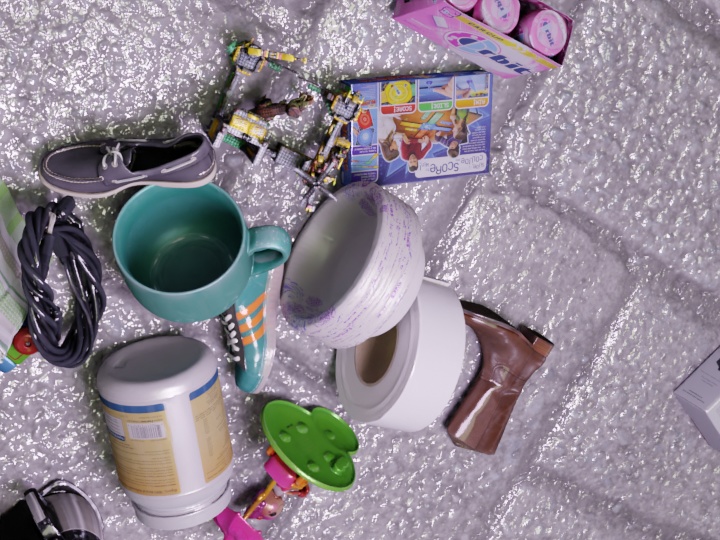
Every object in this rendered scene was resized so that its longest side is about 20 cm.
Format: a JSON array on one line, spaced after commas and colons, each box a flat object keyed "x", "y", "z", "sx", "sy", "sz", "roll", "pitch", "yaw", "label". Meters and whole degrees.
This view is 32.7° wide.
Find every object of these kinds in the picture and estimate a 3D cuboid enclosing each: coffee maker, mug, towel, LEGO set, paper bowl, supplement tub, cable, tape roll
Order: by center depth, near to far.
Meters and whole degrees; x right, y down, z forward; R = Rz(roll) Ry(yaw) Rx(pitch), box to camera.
[{"x": -0.395, "y": -0.012, "z": 1.317, "sx": 0.031, "sy": 0.200, "sz": 0.150, "roll": -17, "pitch": 120, "yaw": 16, "label": "towel"}, {"x": -0.332, "y": 0.023, "z": 1.379, "sx": 0.051, "sy": 0.163, "sz": 0.201, "roll": -2, "pitch": 112, "yaw": 5, "label": "cable"}, {"x": -0.188, "y": -0.009, "z": 1.422, "sx": 0.152, "sy": 0.185, "sz": 0.115, "roll": -56, "pitch": 165, "yaw": -21, "label": "mug"}, {"x": -0.087, "y": -0.175, "z": 1.428, "sx": 0.200, "sy": 0.116, "sz": 0.154, "roll": 32, "pitch": 96, "yaw": -19, "label": "LEGO set"}, {"x": -0.370, "y": 0.376, "z": 1.456, "sx": 0.134, "sy": 0.200, "sz": 0.192, "roll": 33, "pitch": 92, "yaw": -30, "label": "coffee maker"}, {"x": -0.232, "y": 0.196, "z": 1.490, "sx": 0.144, "sy": 0.145, "sz": 0.201, "roll": -15, "pitch": 114, "yaw": -20, "label": "supplement tub"}, {"x": 0.000, "y": 0.000, "z": 1.498, "sx": 0.104, "sy": 0.201, "sz": 0.201, "roll": 28, "pitch": 94, "yaw": -29, "label": "paper bowl"}, {"x": 0.048, "y": 0.100, "z": 1.557, "sx": 0.071, "sy": 0.202, "sz": 0.203, "roll": 15, "pitch": 101, "yaw": -28, "label": "tape roll"}]

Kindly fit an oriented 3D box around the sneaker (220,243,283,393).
[{"x": -0.149, "y": 0.054, "z": 1.527, "sx": 0.080, "sy": 0.071, "sz": 0.201, "roll": 3, "pitch": 99, "yaw": -25, "label": "sneaker"}]

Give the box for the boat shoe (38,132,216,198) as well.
[{"x": -0.263, "y": -0.129, "z": 1.378, "sx": 0.199, "sy": 0.073, "sz": 0.063, "roll": -3, "pitch": 152, "yaw": -5, "label": "boat shoe"}]

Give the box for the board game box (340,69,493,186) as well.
[{"x": 0.072, "y": -0.180, "z": 1.565, "sx": 0.199, "sy": 0.034, "sz": 0.136, "roll": -7, "pitch": 110, "yaw": -22, "label": "board game box"}]

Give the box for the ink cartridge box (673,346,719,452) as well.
[{"x": 0.612, "y": 0.181, "z": 1.919, "sx": 0.200, "sy": 0.083, "sz": 0.146, "roll": -43, "pitch": 120, "yaw": -6, "label": "ink cartridge box"}]

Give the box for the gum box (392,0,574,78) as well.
[{"x": 0.146, "y": -0.309, "z": 1.502, "sx": 0.199, "sy": 0.113, "sz": 0.066, "roll": 21, "pitch": 79, "yaw": -29, "label": "gum box"}]

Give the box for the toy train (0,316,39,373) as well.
[{"x": -0.455, "y": 0.044, "z": 1.375, "sx": 0.116, "sy": 0.085, "sz": 0.200, "roll": -40, "pitch": 120, "yaw": 8, "label": "toy train"}]

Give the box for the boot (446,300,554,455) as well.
[{"x": 0.160, "y": 0.157, "z": 1.715, "sx": 0.186, "sy": 0.064, "sz": 0.200, "roll": 26, "pitch": 100, "yaw": -28, "label": "boot"}]

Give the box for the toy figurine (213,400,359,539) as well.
[{"x": -0.110, "y": 0.280, "z": 1.600, "sx": 0.150, "sy": 0.200, "sz": 0.184, "roll": 45, "pitch": 109, "yaw": 11, "label": "toy figurine"}]
